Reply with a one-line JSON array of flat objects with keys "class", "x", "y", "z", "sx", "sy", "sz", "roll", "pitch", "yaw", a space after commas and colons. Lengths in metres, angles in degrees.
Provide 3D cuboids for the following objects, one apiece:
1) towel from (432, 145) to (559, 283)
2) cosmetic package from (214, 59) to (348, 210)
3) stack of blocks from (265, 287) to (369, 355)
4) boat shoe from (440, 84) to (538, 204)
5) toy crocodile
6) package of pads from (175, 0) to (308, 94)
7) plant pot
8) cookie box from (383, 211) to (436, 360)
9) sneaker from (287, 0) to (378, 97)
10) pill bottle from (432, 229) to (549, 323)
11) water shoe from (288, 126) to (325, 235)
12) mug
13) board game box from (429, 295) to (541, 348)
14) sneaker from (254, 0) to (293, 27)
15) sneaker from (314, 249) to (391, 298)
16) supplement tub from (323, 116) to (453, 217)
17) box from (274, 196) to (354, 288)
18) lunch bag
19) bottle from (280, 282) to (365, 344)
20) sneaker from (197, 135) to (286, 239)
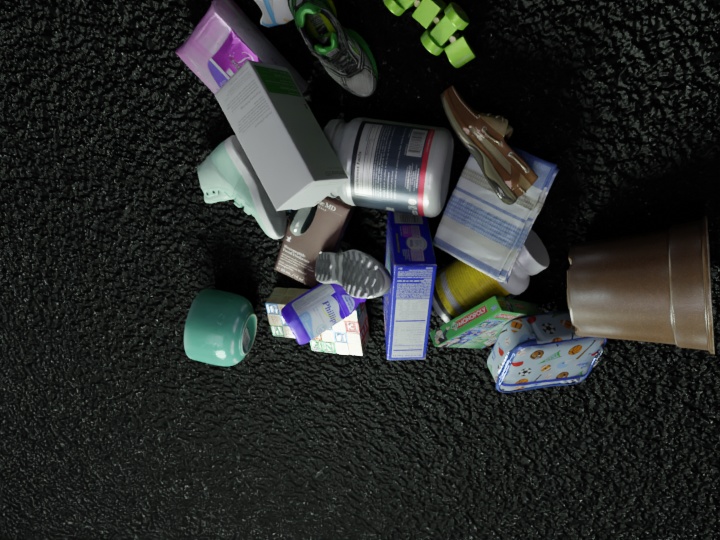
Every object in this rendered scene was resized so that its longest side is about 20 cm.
[{"class": "towel", "x": 0.211, "y": -0.098, "z": 0.982, "sx": 0.146, "sy": 0.024, "sz": 0.203, "roll": 29, "pitch": 105, "yaw": 25}, {"class": "cosmetic package", "x": -0.116, "y": -0.197, "z": 0.916, "sx": 0.084, "sy": 0.107, "sz": 0.202, "roll": -33, "pitch": 85, "yaw": 28}, {"class": "stack of blocks", "x": -0.087, "y": 0.103, "z": 1.269, "sx": 0.197, "sy": 0.059, "sz": 0.117, "roll": 4, "pitch": 124, "yaw": 17}, {"class": "boat shoe", "x": 0.198, "y": -0.199, "z": 0.938, "sx": 0.073, "sy": 0.076, "sz": 0.202, "roll": -34, "pitch": 84, "yaw": 18}, {"class": "toy crocodile", "x": 0.096, "y": -0.379, "z": 0.887, "sx": 0.200, "sy": 0.062, "sz": 0.067, "roll": 45, "pitch": 126, "yaw": -7}, {"class": "package of pads", "x": -0.191, "y": -0.330, "z": 1.006, "sx": 0.200, "sy": 0.076, "sz": 0.120, "roll": 46, "pitch": 125, "yaw": -13}, {"class": "plant pot", "x": 0.435, "y": 0.027, "z": 0.958, "sx": 0.196, "sy": 0.201, "sz": 0.202, "roll": -4, "pitch": 122, "yaw": 31}, {"class": "cookie box", "x": 0.081, "y": 0.025, "z": 1.080, "sx": 0.074, "sy": 0.172, "sz": 0.203, "roll": 1, "pitch": 125, "yaw": -2}, {"class": "sneaker", "x": -0.041, "y": -0.330, "z": 0.924, "sx": 0.077, "sy": 0.086, "sz": 0.200, "roll": -28, "pitch": 135, "yaw": 23}, {"class": "pill bottle", "x": 0.220, "y": 0.008, "z": 1.062, "sx": 0.111, "sy": 0.112, "sz": 0.199, "roll": 44, "pitch": 126, "yaw": -12}, {"class": "water shoe", "x": -0.100, "y": -0.152, "z": 1.028, "sx": 0.078, "sy": 0.203, "sz": 0.072, "roll": 15, "pitch": 157, "yaw": 0}, {"class": "mug", "x": -0.282, "y": 0.120, "z": 1.309, "sx": 0.112, "sy": 0.185, "sz": 0.155, "roll": 10, "pitch": 101, "yaw": 10}, {"class": "board game box", "x": 0.224, "y": 0.095, "z": 1.076, "sx": 0.134, "sy": 0.199, "sz": 0.029, "roll": -34, "pitch": 65, "yaw": 27}, {"class": "sneaker", "x": -0.155, "y": -0.461, "z": 0.903, "sx": 0.080, "sy": 0.077, "sz": 0.202, "roll": -19, "pitch": 115, "yaw": 21}, {"class": "sneaker", "x": 0.000, "y": 0.000, "z": 1.053, "sx": 0.199, "sy": 0.081, "sz": 0.076, "roll": 19, "pitch": 103, "yaw": 56}, {"class": "supplement tub", "x": 0.042, "y": -0.168, "z": 0.990, "sx": 0.197, "sy": 0.141, "sz": 0.142, "roll": 10, "pitch": 126, "yaw": 13}, {"class": "box", "x": -0.082, "y": -0.071, "z": 1.144, "sx": 0.099, "sy": 0.075, "sz": 0.202, "roll": 25, "pitch": 126, "yaw": 2}, {"class": "lunch bag", "x": 0.332, "y": 0.149, "z": 1.092, "sx": 0.196, "sy": 0.076, "sz": 0.162, "roll": -2, "pitch": 133, "yaw": -14}, {"class": "bottle", "x": -0.050, "y": 0.056, "z": 1.160, "sx": 0.198, "sy": 0.065, "sz": 0.084, "roll": -31, "pitch": 131, "yaw": -9}, {"class": "sneaker", "x": -0.221, "y": -0.132, "z": 1.140, "sx": 0.117, "sy": 0.074, "sz": 0.202, "roll": -28, "pitch": 94, "yaw": 27}]
